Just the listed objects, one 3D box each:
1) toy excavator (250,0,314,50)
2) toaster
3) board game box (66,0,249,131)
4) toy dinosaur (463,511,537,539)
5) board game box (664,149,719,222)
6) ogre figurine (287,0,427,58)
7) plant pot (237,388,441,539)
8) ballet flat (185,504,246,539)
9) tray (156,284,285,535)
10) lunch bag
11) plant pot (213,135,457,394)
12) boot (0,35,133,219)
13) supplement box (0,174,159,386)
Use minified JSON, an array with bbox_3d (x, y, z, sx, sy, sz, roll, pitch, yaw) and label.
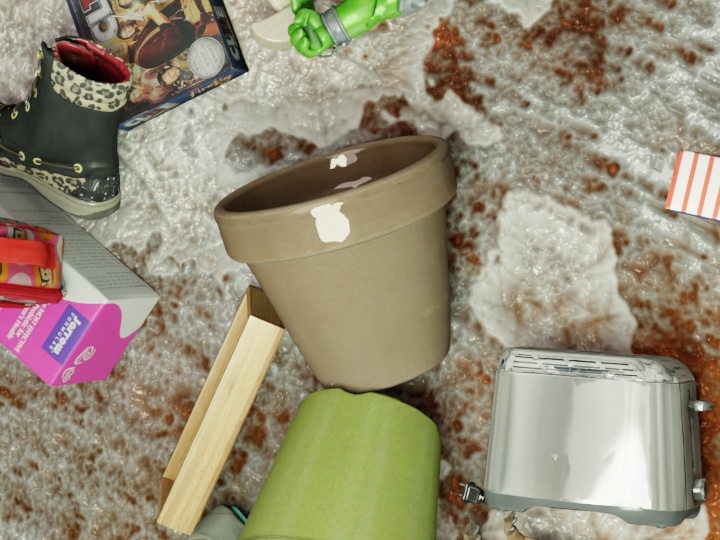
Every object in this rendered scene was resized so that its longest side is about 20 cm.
[{"bbox_3d":[-0.143,-0.285,1.518,0.199,0.100,0.195,-4,86,-3],"label":"toy excavator"},{"bbox_3d":[0.179,0.129,1.409,0.199,0.114,0.130,3,89,25],"label":"toaster"},{"bbox_3d":[-0.196,-0.244,1.596,0.135,0.035,0.201,-24,82,22],"label":"board game box"},{"bbox_3d":[0.144,0.271,1.448,0.200,0.086,0.135,-25,125,40],"label":"toy dinosaur"},{"bbox_3d":[0.320,-0.048,1.296,0.151,0.200,0.047,15,96,21],"label":"board game box"},{"bbox_3d":[0.005,-0.272,1.474,0.119,0.098,0.201,-2,47,18],"label":"ogre figurine"},{"bbox_3d":[-0.012,0.204,1.423,0.199,0.200,0.191,3,59,23],"label":"plant pot"},{"bbox_3d":[-0.076,0.283,1.529,0.064,0.068,0.200,-36,58,-24],"label":"ballet flat"},{"bbox_3d":[-0.121,0.120,1.539,0.037,0.099,0.201,22,102,-10],"label":"tray"},{"bbox_3d":[-0.335,-0.012,1.465,0.175,0.200,0.082,1,86,22],"label":"lunch bag"},{"bbox_3d":[0.000,0.000,1.456,0.199,0.200,0.175,-12,105,22],"label":"plant pot"},{"bbox_3d":[-0.290,-0.152,1.586,0.203,0.073,0.154,30,131,15],"label":"boot"},{"bbox_3d":[-0.298,0.004,1.611,0.200,0.103,0.101,38,104,16],"label":"supplement box"}]
